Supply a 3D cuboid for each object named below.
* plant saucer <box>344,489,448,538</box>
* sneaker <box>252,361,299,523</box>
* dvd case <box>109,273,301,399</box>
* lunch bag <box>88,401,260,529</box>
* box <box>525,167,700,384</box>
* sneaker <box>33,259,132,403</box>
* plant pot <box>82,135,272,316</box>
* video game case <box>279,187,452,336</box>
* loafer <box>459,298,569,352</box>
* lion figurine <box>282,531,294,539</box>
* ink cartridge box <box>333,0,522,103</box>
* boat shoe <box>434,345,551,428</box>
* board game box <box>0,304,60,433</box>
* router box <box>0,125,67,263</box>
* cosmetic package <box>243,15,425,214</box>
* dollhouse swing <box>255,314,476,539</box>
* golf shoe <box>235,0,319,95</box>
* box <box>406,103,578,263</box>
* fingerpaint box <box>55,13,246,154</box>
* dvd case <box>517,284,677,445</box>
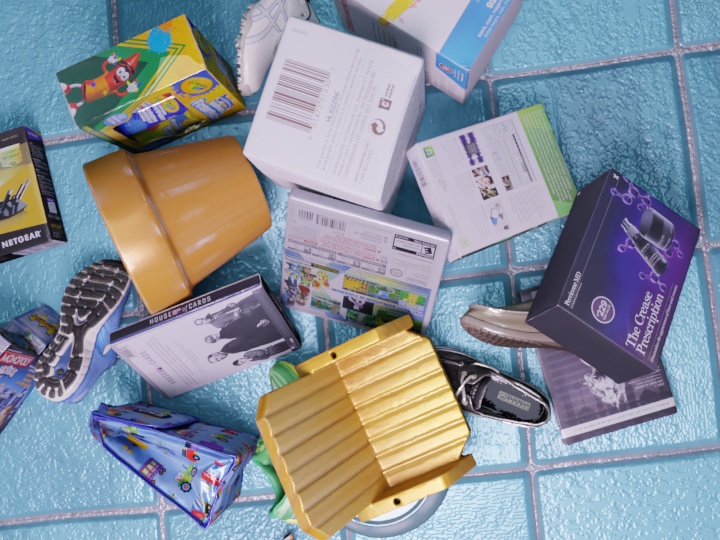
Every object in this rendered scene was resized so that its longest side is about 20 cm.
[{"bbox_3d":[0.019,0.242,1.036,0.196,0.027,0.204,0,88,10],"label":"plant saucer"},{"bbox_3d":[-0.093,0.209,1.008,0.082,0.074,0.203,-1,68,-23],"label":"sneaker"},{"bbox_3d":[-0.188,0.088,1.015,0.197,0.151,0.025,-20,52,4],"label":"dvd case"},{"bbox_3d":[-0.239,0.218,1.007,0.197,0.151,0.095,24,89,5],"label":"lunch bag"},{"bbox_3d":[0.297,0.005,0.952,0.140,0.079,0.202,30,65,-5],"label":"box"},{"bbox_3d":[-0.352,0.079,1.064,0.077,0.089,0.202,18,70,12],"label":"sneaker"},{"bbox_3d":[-0.216,-0.073,1.007,0.181,0.200,0.203,-25,85,-11],"label":"plant pot"},{"bbox_3d":[0.000,0.000,1.000,0.197,0.022,0.184,15,133,6],"label":"video game case"},{"bbox_3d":[0.219,0.060,0.997,0.196,0.076,0.070,8,77,-7],"label":"loafer"},{"bbox_3d":[-0.105,0.420,1.035,0.198,0.072,0.124,-31,93,17],"label":"lion figurine"},{"bbox_3d":[0.084,-0.335,1.001,0.198,0.147,0.146,33,91,5],"label":"ink cartridge box"},{"bbox_3d":[0.144,0.144,1.016,0.197,0.064,0.072,17,90,8],"label":"boat shoe"},{"bbox_3d":[-0.463,0.128,1.032,0.061,0.200,0.201,36,77,5],"label":"board game box"},{"bbox_3d":[-0.512,-0.087,1.094,0.197,0.052,0.160,-17,86,4],"label":"router box"},{"bbox_3d":[-0.022,-0.172,0.978,0.164,0.200,0.170,18,89,6],"label":"cosmetic package"},{"bbox_3d":[0.010,0.180,0.932,0.180,0.176,0.203,-25,84,15],"label":"dollhouse swing"},{"bbox_3d":[-0.103,-0.320,1.057,0.096,0.078,0.203,16,90,0],"label":"golf shoe"},{"bbox_3d":[0.167,-0.110,0.997,0.197,0.036,0.146,-20,87,-23],"label":"box"},{"bbox_3d":[-0.247,-0.218,1.001,0.165,0.200,0.074,-23,87,3],"label":"fingerpaint box"},{"bbox_3d":[0.299,0.102,1.028,0.146,0.016,0.203,-17,85,4],"label":"dvd case"}]
